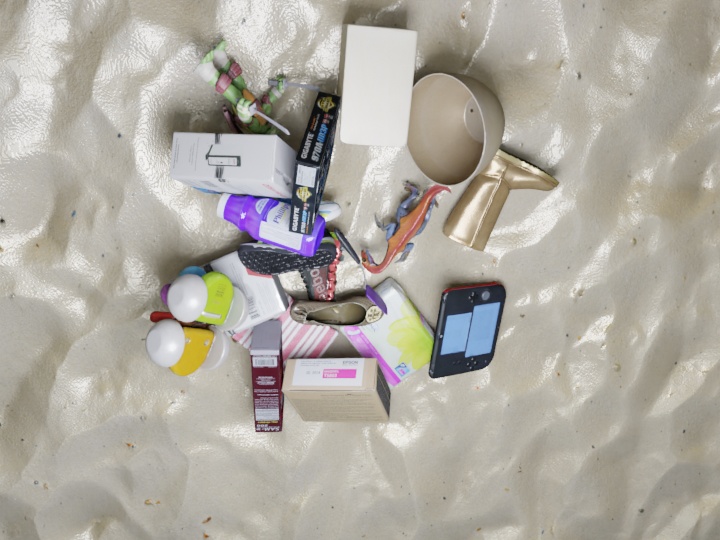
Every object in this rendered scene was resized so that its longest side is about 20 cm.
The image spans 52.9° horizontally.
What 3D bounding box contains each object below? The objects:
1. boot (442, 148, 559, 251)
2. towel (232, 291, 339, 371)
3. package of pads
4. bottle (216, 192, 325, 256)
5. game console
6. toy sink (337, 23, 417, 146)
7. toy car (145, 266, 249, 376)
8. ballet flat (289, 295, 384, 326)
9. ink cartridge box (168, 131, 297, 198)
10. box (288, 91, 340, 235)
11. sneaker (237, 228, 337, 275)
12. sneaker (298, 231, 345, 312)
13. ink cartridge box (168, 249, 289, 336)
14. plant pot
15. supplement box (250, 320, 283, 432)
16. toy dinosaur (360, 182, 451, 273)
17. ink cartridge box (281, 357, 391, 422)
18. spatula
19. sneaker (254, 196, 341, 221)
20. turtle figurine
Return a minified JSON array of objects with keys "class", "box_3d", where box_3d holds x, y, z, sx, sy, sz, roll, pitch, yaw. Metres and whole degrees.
[{"class":"boot","box_3d":[0.283,-0.132,1.467,0.172,0.066,0.203,24,106,-2]},{"class":"towel","box_3d":[-0.160,0.132,1.532,0.199,0.030,0.147,37,100,-19]},{"class":"package of pads","box_3d":[0.065,0.134,1.537,0.153,0.068,0.201,-36,112,8]},{"class":"bottle","box_3d":[-0.165,-0.091,1.327,0.196,0.084,0.066,19,131,6]},{"class":"game console","box_3d":[0.228,0.127,1.536,0.174,0.031,0.205,-8,114,-36]},{"class":"toy sink","box_3d":[0.024,-0.339,1.325,0.127,0.112,0.205,1,106,-8]},{"class":"toy car","box_3d":[-0.317,0.083,1.337,0.174,0.149,0.203,19,100,-56]},{"class":"ballet flat","box_3d":[-0.044,0.086,1.440,0.195,0.046,0.069,3,111,-15]},{"class":"ink cartridge box","box_3d":[-0.219,-0.187,1.296,0.195,0.146,0.087,4,85,14]},{"class":"box","box_3d":[-0.080,-0.190,1.275,0.045,0.203,0.161,12,139,-1]},{"class":"sneaker","box_3d":[-0.138,-0.045,1.387,0.195,0.084,0.073,-1,138,-13]},{"class":"sneaker","box_3d":[-0.090,0.014,1.470,0.095,0.071,0.205,7,108,-10]},{"class":"ink cartridge box","box_3d":[-0.259,0.047,1.438,0.196,0.083,0.150,-22,96,2]},{"class":"plant pot","box_3d":[0.192,-0.272,1.349,0.133,0.198,0.205,-22,119,-39]},{"class":"supplement box","box_3d":[-0.189,0.218,1.483,0.059,0.110,0.204,0,119,-3]},{"class":"toy dinosaur","box_3d":[0.072,-0.080,1.418,0.104,0.200,0.184,31,73,-2]},{"class":"ink cartridge box","box_3d":[-0.045,0.250,1.499,0.195,0.077,0.166,-1,145,13]},{"class":"spatula","box_3d":[0.000,0.000,1.418,0.020,0.057,0.203,-25,110,11]},{"class":"sneaker","box_3d":[-0.134,-0.145,1.388,0.194,0.076,0.108,-1,104,6]},{"class":"turtle figurine","box_3d":[-0.187,-0.327,1.290,0.194,0.199,0.145,45,66,-16]}]
